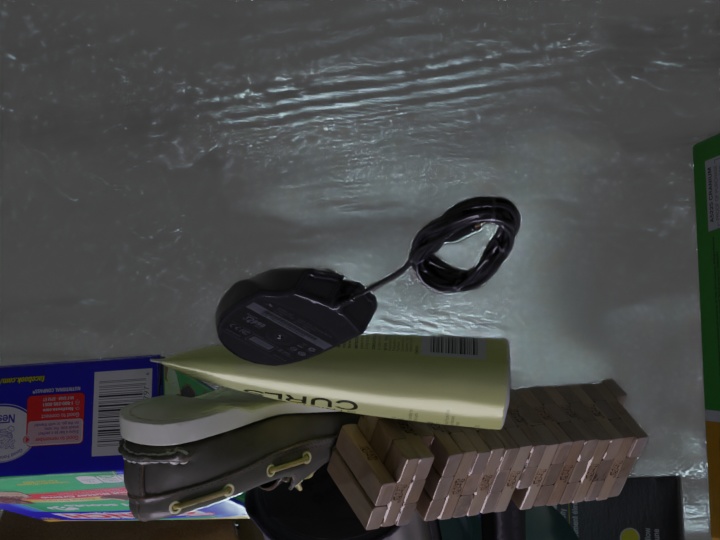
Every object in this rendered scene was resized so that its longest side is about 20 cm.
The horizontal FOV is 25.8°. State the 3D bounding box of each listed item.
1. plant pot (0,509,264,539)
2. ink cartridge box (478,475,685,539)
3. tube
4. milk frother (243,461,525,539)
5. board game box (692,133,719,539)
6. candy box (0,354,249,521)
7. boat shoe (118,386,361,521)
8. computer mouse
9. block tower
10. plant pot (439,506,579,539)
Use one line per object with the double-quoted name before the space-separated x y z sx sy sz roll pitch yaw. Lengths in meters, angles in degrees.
"plant pot" -0.172 0.243 1.319 0.198 0.189 0.186 -20 158 18
"ink cartridge box" 0.186 0.282 1.373 0.197 0.200 0.047 -5 160 12
"tube" -0.016 0.058 0.888 0.197 0.052 0.058 5 136 1
"milk frother" 0.001 0.158 1.068 0.179 0.200 0.190 -28 136 -18
"board game box" 0.220 0.035 0.620 0.198 0.155 0.040 11 162 -30
"candy box" -0.170 0.115 1.024 0.167 0.078 0.200 -5 164 14
"boat shoe" -0.059 0.100 0.923 0.072 0.061 0.200 8 -171 42
"computer mouse" 0.000 0.000 0.731 0.058 0.034 0.199 32 143 -31
"block tower" 0.083 0.109 0.949 0.198 0.058 0.054 -3 128 -32
"plant pot" 0.071 0.238 1.250 0.198 0.203 0.161 -6 151 19
